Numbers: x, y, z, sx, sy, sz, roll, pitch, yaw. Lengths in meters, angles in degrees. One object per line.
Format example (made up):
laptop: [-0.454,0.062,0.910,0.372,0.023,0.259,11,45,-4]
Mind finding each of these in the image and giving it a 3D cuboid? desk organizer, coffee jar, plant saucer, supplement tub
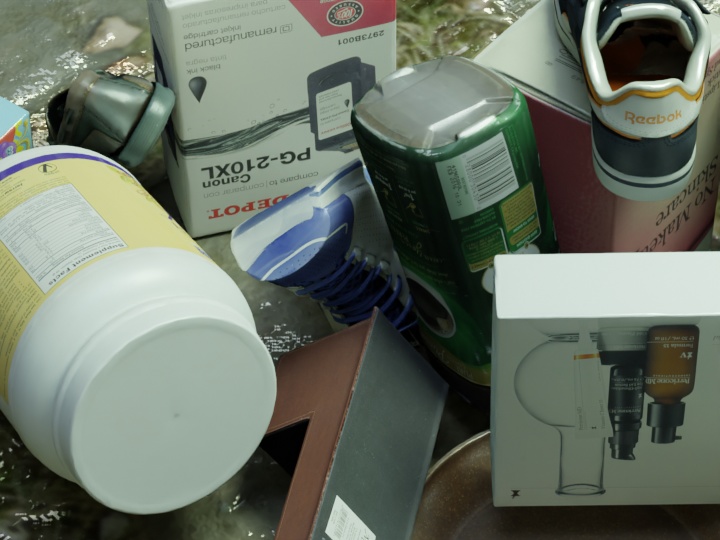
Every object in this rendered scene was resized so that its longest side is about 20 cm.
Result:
desk organizer: [-0.018,0.124,1.237,0.077,0.072,0.200,-23,33,33]
coffee jar: [0.067,-0.015,1.274,0.085,0.201,0.104,-29,34,-17]
plant saucer: [0.119,0.164,1.235,0.199,0.037,0.201,-1,44,1]
supplement tub: [-0.147,0.032,1.274,0.145,0.146,0.200,-23,38,-20]

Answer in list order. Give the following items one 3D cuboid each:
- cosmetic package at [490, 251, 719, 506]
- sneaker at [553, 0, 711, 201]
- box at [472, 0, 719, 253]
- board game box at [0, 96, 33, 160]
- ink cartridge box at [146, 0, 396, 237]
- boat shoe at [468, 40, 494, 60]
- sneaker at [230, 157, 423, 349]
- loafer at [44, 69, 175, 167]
cosmetic package: [0.170,0.060,1.207,0.199,0.151,0.052,-1,46,2]
sneaker: [0.150,-0.134,1.225,0.078,0.080,0.200,-4,46,-3]
box: [0.142,-0.060,1.345,0.109,0.200,0.128,29,53,27]
board game box: [-0.296,-0.022,1.357,0.105,0.103,0.200,28,55,21]
ink cartridge box: [-0.055,-0.128,1.425,0.144,0.200,0.085,-12,48,-10]
boat shoe: [0.075,-0.094,1.481,0.073,0.063,0.201,16,47,18]
sneaker: [0.000,0.000,1.334,0.080,0.199,0.115,-30,88,14]
loafer: [-0.169,-0.102,1.422,0.063,0.200,0.072,28,81,-16]
